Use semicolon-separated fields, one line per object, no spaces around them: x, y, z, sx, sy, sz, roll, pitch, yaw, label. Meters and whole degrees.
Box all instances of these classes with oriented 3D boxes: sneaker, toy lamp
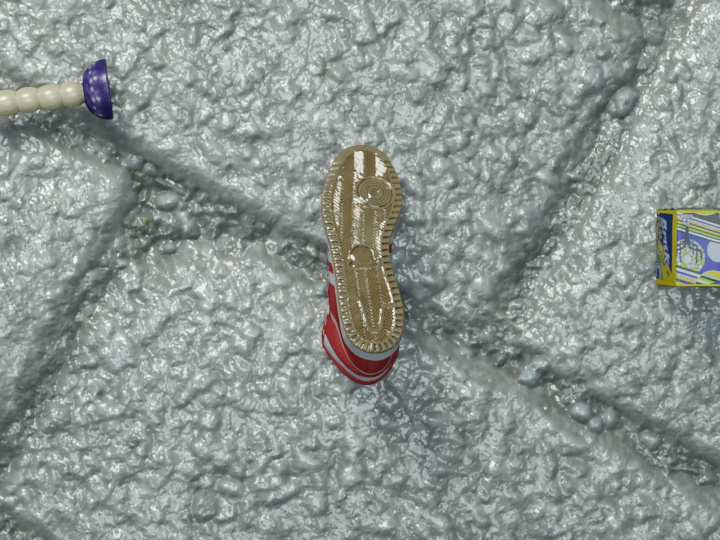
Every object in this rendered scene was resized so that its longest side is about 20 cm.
0.000;0.000;1.477;0.071;0.113;0.200;0;63;-5;sneaker
-0.307;-0.136;1.428;0.199;0.058;0.058;-8;94;-6;toy lamp

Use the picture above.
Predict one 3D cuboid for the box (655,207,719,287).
0.364;-0.020;1.514;0.199;0.064;0.070;0;93;-8;box
